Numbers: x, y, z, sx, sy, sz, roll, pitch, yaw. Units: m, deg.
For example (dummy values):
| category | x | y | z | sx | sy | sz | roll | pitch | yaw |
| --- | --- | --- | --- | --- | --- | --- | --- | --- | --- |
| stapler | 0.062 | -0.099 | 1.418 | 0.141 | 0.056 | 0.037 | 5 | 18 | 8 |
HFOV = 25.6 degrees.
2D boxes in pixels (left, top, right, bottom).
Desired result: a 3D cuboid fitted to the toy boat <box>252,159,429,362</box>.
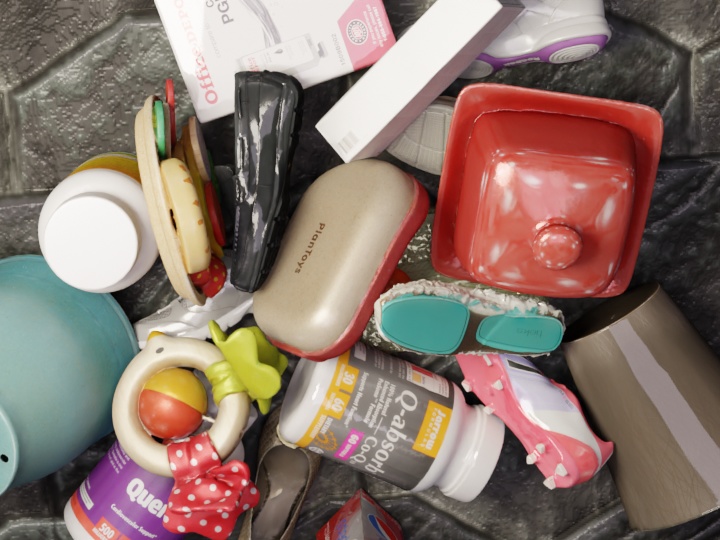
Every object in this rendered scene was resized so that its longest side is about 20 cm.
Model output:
| category | x | y | z | sx | sy | sz | roll | pitch | yaw |
| --- | --- | --- | --- | --- | --- | --- | --- | --- | --- |
| toy boat | 0.000 | 0.000 | 1.477 | 0.131 | 0.130 | 0.201 | 34 | 80 | -40 |

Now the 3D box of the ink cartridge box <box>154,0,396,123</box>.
| category | x | y | z | sx | sy | sz | roll | pitch | yaw |
| --- | --- | --- | --- | --- | --- | --- | --- | --- | --- |
| ink cartridge box | -0.080 | -0.237 | 1.472 | 0.199 | 0.083 | 0.147 | -19 | 102 | 3 |

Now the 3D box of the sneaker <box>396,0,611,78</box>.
| category | x | y | z | sx | sy | sz | roll | pitch | yaw |
| --- | --- | --- | --- | --- | --- | --- | --- | --- | --- |
| sneaker | 0.132 | -0.238 | 1.494 | 0.199 | 0.075 | 0.100 | -7 | 77 | 3 |

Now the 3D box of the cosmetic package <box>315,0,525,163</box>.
| category | x | y | z | sx | sy | sz | roll | pitch | yaw |
| --- | --- | --- | --- | --- | --- | --- | --- | --- | --- |
| cosmetic package | 0.053 | -0.183 | 1.422 | 0.200 | 0.082 | 0.051 | -44 | 80 | 20 |

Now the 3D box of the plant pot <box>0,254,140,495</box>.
| category | x | y | z | sx | sy | sz | roll | pitch | yaw |
| --- | --- | --- | --- | --- | --- | --- | --- | --- | --- |
| plant pot | -0.329 | 0.112 | 1.453 | 0.199 | 0.188 | 0.201 | 7 | 114 | 15 |

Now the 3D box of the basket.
| category | x | y | z | sx | sy | sz | roll | pitch | yaw |
| --- | --- | --- | --- | --- | --- | --- | --- | --- | --- |
| basket | 0.290 | 0.124 | 1.529 | 0.180 | 0.136 | 0.201 | -27 | 97 | 27 |

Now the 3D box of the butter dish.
| category | x | y | z | sx | sy | sz | roll | pitch | yaw |
| --- | --- | --- | --- | --- | --- | --- | --- | --- | --- |
| butter dish | 0.171 | -0.048 | 1.432 | 0.198 | 0.148 | 0.201 | 8 | 116 | -2 |

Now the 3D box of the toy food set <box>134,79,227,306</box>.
| category | x | y | z | sx | sy | sz | roll | pitch | yaw |
| --- | --- | --- | --- | --- | --- | --- | --- | --- | --- |
| toy food set | -0.158 | -0.067 | 1.417 | 0.048 | 0.200 | 0.199 | -13 | 63 | 2 |

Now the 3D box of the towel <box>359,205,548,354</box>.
| category | x | y | z | sx | sy | sz | roll | pitch | yaw |
| --- | --- | --- | --- | --- | --- | --- | --- | --- | --- |
| towel | 0.084 | 0.005 | 1.548 | 0.199 | 0.036 | 0.149 | -7 | 102 | 0 |

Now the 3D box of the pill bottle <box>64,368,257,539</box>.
| category | x | y | z | sx | sy | sz | roll | pitch | yaw |
| --- | --- | --- | --- | --- | --- | --- | --- | --- | --- |
| pill bottle | -0.190 | 0.195 | 1.542 | 0.112 | 0.112 | 0.200 | 37 | 99 | -8 |

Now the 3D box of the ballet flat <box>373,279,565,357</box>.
| category | x | y | z | sx | sy | sz | roll | pitch | yaw |
| --- | --- | --- | --- | --- | --- | --- | --- | --- | --- |
| ballet flat | 0.093 | 0.043 | 1.458 | 0.199 | 0.072 | 0.072 | 9 | 102 | -25 |

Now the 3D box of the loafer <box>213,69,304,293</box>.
| category | x | y | z | sx | sy | sz | roll | pitch | yaw |
| --- | --- | --- | --- | --- | --- | --- | --- | --- | --- |
| loafer | -0.098 | -0.081 | 1.434 | 0.070 | 0.068 | 0.202 | 10 | 95 | 7 |

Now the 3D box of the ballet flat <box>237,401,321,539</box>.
| category | x | y | z | sx | sy | sz | roll | pitch | yaw |
| --- | --- | --- | --- | --- | --- | --- | --- | --- | --- |
| ballet flat | -0.084 | 0.225 | 1.583 | 0.067 | 0.046 | 0.201 | 18 | 100 | -5 |

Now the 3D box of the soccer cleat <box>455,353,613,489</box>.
| category | x | y | z | sx | sy | sz | roll | pitch | yaw |
| --- | --- | --- | --- | --- | --- | --- | --- | --- | --- |
| soccer cleat | 0.160 | 0.117 | 1.515 | 0.076 | 0.067 | 0.200 | -26 | 71 | -33 |

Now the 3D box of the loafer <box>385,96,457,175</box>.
| category | x | y | z | sx | sy | sz | roll | pitch | yaw |
| --- | --- | --- | --- | --- | --- | --- | --- | --- | --- |
| loafer | 0.114 | -0.129 | 1.516 | 0.199 | 0.063 | 0.072 | 9 | 120 | 0 |

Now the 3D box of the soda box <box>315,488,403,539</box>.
| category | x | y | z | sx | sy | sz | roll | pitch | yaw |
| --- | --- | --- | --- | --- | --- | --- | --- | --- | --- |
| soda box | 0.001 | 0.285 | 1.519 | 0.063 | 0.200 | 0.070 | 42 | 98 | -9 |

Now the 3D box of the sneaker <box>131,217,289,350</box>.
| category | x | y | z | sx | sy | sz | roll | pitch | yaw |
| --- | --- | --- | --- | --- | --- | --- | --- | --- | --- |
| sneaker | -0.138 | 0.015 | 1.535 | 0.199 | 0.075 | 0.082 | -26 | 95 | -8 |

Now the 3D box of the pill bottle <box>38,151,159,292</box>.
| category | x | y | z | sx | sy | sz | roll | pitch | yaw |
| --- | --- | --- | --- | --- | --- | --- | --- | --- | --- |
| pill bottle | -0.233 | -0.042 | 1.448 | 0.110 | 0.200 | 0.112 | 0 | 101 | -1 |

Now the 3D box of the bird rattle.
| category | x | y | z | sx | sy | sz | roll | pitch | yaw |
| --- | --- | --- | --- | --- | --- | --- | --- | --- | --- |
| bird rattle | -0.150 | 0.138 | 1.454 | 0.162 | 0.113 | 0.201 | 19 | 87 | 18 |

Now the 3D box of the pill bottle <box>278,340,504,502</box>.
| category | x | y | z | sx | sy | sz | roll | pitch | yaw |
| --- | --- | --- | --- | --- | --- | --- | --- | --- | --- |
| pill bottle | 0.031 | 0.144 | 1.531 | 0.199 | 0.116 | 0.117 | 23 | 100 | -11 |
